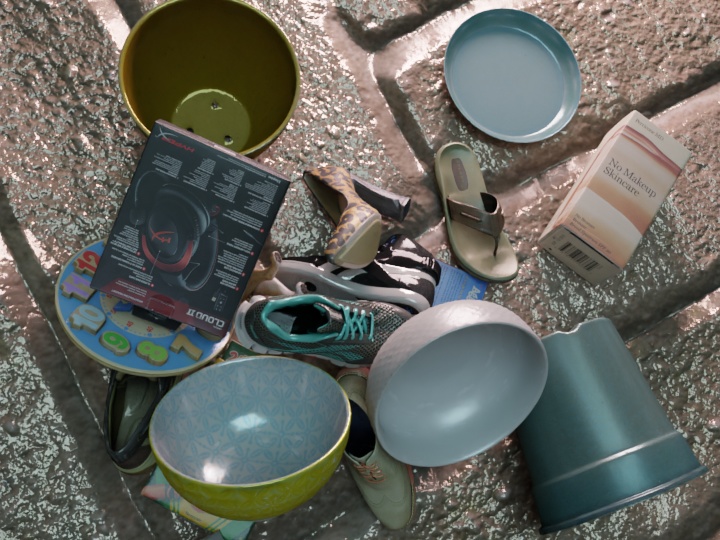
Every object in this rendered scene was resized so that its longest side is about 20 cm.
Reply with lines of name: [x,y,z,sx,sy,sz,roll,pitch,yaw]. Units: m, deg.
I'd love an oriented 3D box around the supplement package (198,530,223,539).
supplement package: [-0.166,0.389,0.790,0.117,0.117,0.201,-29,83,12]

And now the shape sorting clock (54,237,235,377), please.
shape sorting clock: [-0.235,0.032,0.886,0.198,0.039,0.201,13,42,-12]

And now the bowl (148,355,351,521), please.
bowl: [-0.107,0.188,0.810,0.198,0.200,0.108,-9,120,-13]

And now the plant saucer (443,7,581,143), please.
plant saucer: [0.206,-0.265,1.094,0.198,0.027,0.202,3,75,-11]

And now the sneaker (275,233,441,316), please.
sneaker: [0.000,0.000,0.967,0.198,0.073,0.112,14,49,13]

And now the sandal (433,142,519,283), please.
sandal: [0.145,-0.077,1.015,0.079,0.057,0.202,-14,76,-19]

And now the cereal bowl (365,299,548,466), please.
cereal bowl: [0.093,0.110,0.845,0.198,0.201,0.083,-14,37,-14]

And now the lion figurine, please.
lion figurine: [-0.140,-0.028,0.924,0.122,0.072,0.202,-19,72,26]

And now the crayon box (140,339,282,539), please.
crayon box: [-0.141,0.190,0.898,0.126,0.051,0.201,28,72,-3]

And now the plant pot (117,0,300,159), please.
plant pot: [-0.177,-0.200,0.942,0.198,0.142,0.202,2,76,-10]

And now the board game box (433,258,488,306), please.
board game box: [0.081,0.085,0.984,0.102,0.019,0.201,23,73,-2]

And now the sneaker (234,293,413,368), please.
sneaker: [-0.029,0.061,0.834,0.198,0.091,0.078,2,79,-16]

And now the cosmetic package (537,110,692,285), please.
cosmetic package: [0.333,-0.095,1.043,0.103,0.087,0.201,35,72,0]

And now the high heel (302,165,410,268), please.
high heel: [-0.039,-0.065,0.926,0.142,0.072,0.200,21,30,15]

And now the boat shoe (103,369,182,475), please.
boat shoe: [-0.237,0.118,0.873,0.073,0.065,0.202,-2,62,2]

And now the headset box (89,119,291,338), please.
headset box: [-0.180,-0.034,0.827,0.148,0.075,0.201,22,97,-14]

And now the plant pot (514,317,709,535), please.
plant pot: [0.260,0.173,0.918,0.199,0.200,0.197,-16,71,-14]

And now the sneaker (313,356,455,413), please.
sneaker: [0.025,0.117,0.918,0.198,0.074,0.088,10,76,-3]

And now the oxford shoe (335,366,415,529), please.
oxford shoe: [0.008,0.210,0.885,0.070,0.074,0.201,-18,101,17]
